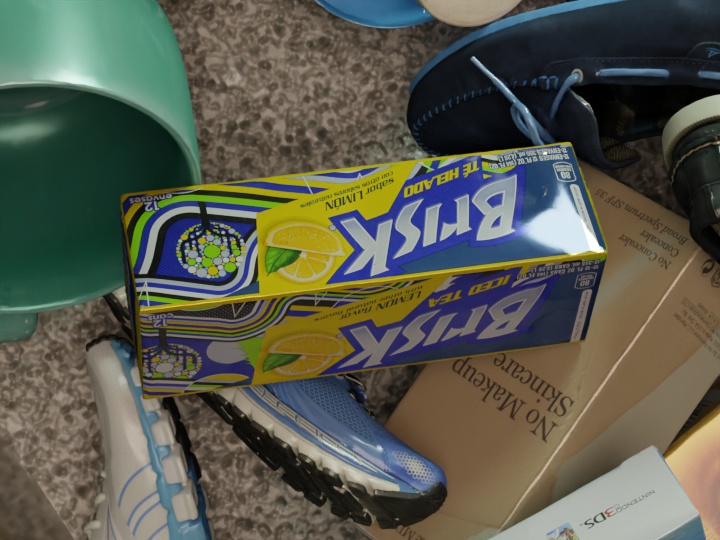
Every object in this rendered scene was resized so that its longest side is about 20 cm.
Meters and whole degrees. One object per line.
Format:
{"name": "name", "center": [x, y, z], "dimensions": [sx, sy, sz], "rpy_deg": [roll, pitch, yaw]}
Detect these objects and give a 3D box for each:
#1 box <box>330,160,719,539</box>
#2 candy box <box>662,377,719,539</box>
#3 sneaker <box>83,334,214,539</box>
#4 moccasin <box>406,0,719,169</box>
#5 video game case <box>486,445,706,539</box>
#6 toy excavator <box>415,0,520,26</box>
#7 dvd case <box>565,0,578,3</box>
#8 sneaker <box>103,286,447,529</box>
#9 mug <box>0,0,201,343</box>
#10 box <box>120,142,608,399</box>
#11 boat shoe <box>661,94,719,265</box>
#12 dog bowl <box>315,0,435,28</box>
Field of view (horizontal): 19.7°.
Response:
{"name": "box", "center": [0.088, 0.061, 0.960], "dimensions": [0.200, 0.095, 0.078], "rpy_deg": [-56, 140, -3]}
{"name": "candy box", "center": [0.239, 0.077, 1.005], "dimensions": [0.200, 0.056, 0.117], "rpy_deg": [-40, 94, -5]}
{"name": "sneaker", "center": [-0.108, 0.131, 0.965], "dimensions": [0.086, 0.075, 0.201], "rpy_deg": [-16, 93, 1]}
{"name": "moccasin", "center": [0.104, -0.079, 0.918], "dimensions": [0.200, 0.080, 0.068], "rpy_deg": [-16, 63, 35]}
{"name": "video game case", "center": [0.079, 0.187, 0.933], "dimensions": [0.181, 0.200, 0.045], "rpy_deg": [-29, 50, -5]}
{"name": "toy excavator", "center": [0.038, -0.236, 0.911], "dimensions": [0.194, 0.100, 0.200], "rpy_deg": [37, 99, -16]}
{"name": "dvd case", "center": [0.194, -0.175, 0.982], "dimensions": [0.142, 0.018, 0.200], "rpy_deg": [31, 88, -34]}
{"name": "sneaker", "center": [-0.031, 0.035, 0.940], "dimensions": [0.089, 0.079, 0.200], "rpy_deg": [-44, 66, -11]}
{"name": "mug", "center": [-0.161, -0.063, 0.907], "dimensions": [0.152, 0.115, 0.185], "rpy_deg": [24, 131, -40]}
{"name": "box", "center": [0.000, 0.000, 0.889], "dimensions": [0.199, 0.070, 0.064], "rpy_deg": [-8, 54, -10]}
{"name": "boat shoe", "center": [0.205, 0.000, 0.903], "dimensions": [0.074, 0.066, 0.199], "rpy_deg": [-26, 133, 30]}
{"name": "dog bowl", "center": [0.054, -0.180, 0.983], "dimensions": [0.199, 0.050, 0.112], "rpy_deg": [-15, 93, -6]}
